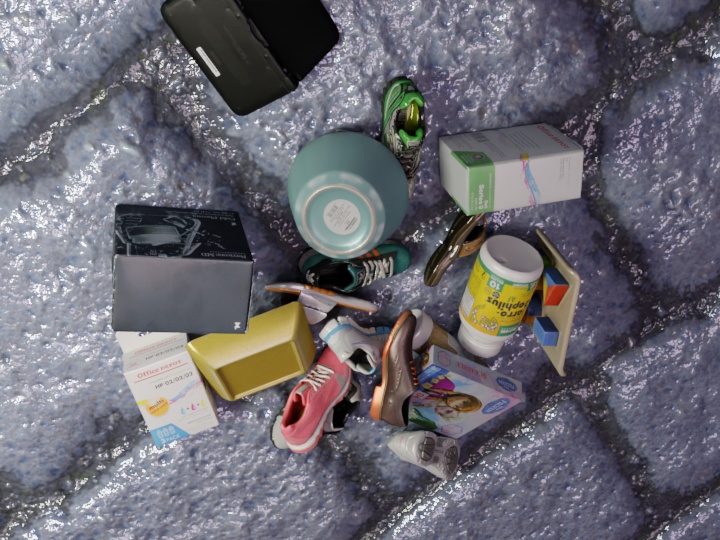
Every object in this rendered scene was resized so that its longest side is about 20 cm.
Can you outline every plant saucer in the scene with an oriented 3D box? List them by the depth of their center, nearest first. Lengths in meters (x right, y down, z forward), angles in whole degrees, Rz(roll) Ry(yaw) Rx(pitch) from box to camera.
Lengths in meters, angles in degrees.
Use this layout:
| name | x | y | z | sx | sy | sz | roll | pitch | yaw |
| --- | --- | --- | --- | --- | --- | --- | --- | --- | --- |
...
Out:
| name | x | y | z | sx | sy | sz | roll | pitch | yaw |
| --- | --- | --- | --- | --- | --- | --- | --- | --- | --- |
| plant saucer | -0.169 | 0.147 | 1.434 | 0.196 | 0.049 | 0.201 | -21 | 151 | -6 |

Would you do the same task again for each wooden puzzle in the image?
| name | x | y | z | sx | sy | sz | roll | pitch | yaw |
| --- | --- | --- | --- | --- | --- | --- | --- | --- | --- |
| wooden puzzle | 0.319 | 0.053 | 1.505 | 0.045 | 0.186 | 0.204 | -4 | 116 | -8 |

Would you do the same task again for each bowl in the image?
| name | x | y | z | sx | sy | sz | roll | pitch | yaw |
| --- | --- | --- | --- | --- | --- | --- | --- | --- | --- |
| bowl | -0.027 | -0.100 | 1.342 | 0.196 | 0.106 | 0.204 | 4 | 119 | 7 |

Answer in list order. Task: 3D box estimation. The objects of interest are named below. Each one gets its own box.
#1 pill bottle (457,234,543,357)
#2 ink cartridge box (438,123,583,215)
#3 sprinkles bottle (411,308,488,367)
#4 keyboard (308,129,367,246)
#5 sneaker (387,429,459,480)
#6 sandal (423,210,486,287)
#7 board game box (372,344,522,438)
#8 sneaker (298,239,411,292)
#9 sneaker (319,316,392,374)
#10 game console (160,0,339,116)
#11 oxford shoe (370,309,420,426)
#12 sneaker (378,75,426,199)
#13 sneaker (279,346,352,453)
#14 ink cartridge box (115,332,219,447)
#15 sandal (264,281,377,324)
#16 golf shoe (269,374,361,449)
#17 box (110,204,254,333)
| name | x | y | z | sx | sy | sz | roll | pitch | yaw |
| --- | --- | --- | --- | --- | --- | --- | --- | --- | --- |
| pill bottle | 0.235 | 0.050 | 1.511 | 0.110 | 0.114 | 0.203 | 3 | 129 | -17 |
| ink cartridge box | 0.240 | -0.166 | 1.397 | 0.196 | 0.146 | 0.089 | -11 | 119 | -10 |
| sprinkles bottle | 0.150 | 0.147 | 1.564 | 0.068 | 0.068 | 0.199 | -46 | 122 | 9 |
| keyboard | -0.037 | -0.129 | 1.414 | 0.055 | 0.011 | 0.203 | 7 | 113 | -19 |
| sneaker | 0.120 | 0.341 | 1.659 | 0.200 | 0.098 | 0.079 | 41 | 64 | -48 |
| sandal | 0.176 | -0.048 | 1.470 | 0.054 | 0.082 | 0.202 | 28 | 109 | -10 |
| board game box | 0.154 | 0.224 | 1.563 | 0.197 | 0.042 | 0.200 | 23 | 141 | -22 |
| sneaker | 0.000 | 0.000 | 1.445 | 0.196 | 0.080 | 0.073 | -7 | 120 | -17 |
| sneaker | 0.013 | 0.144 | 1.490 | 0.198 | 0.087 | 0.075 | 15 | 127 | -48 |
| game console | -0.158 | -0.359 | 1.264 | 0.173 | 0.117 | 0.201 | -19 | 123 | 29 |
| oxford shoe | 0.075 | 0.166 | 1.469 | 0.071 | 0.071 | 0.204 | 18 | 108 | 22 |
| sneaker | 0.063 | -0.195 | 1.368 | 0.076 | 0.085 | 0.204 | -6 | 118 | -13 |
| sneaker | -0.075 | 0.208 | 1.481 | 0.203 | 0.073 | 0.087 | -65 | 149 | -21 |
| ink cartridge box | -0.323 | 0.183 | 1.452 | 0.113 | 0.068 | 0.203 | -20 | 119 | -6 |
| sandal | -0.064 | 0.063 | 1.454 | 0.203 | 0.079 | 0.061 | 14 | 82 | -23 |
| golf shoe | -0.080 | 0.262 | 1.546 | 0.199 | 0.095 | 0.078 | -41 | 120 | 8 |
| box | -0.272 | -0.004 | 1.302 | 0.196 | 0.197 | 0.126 | 2 | 115 | -17 |
